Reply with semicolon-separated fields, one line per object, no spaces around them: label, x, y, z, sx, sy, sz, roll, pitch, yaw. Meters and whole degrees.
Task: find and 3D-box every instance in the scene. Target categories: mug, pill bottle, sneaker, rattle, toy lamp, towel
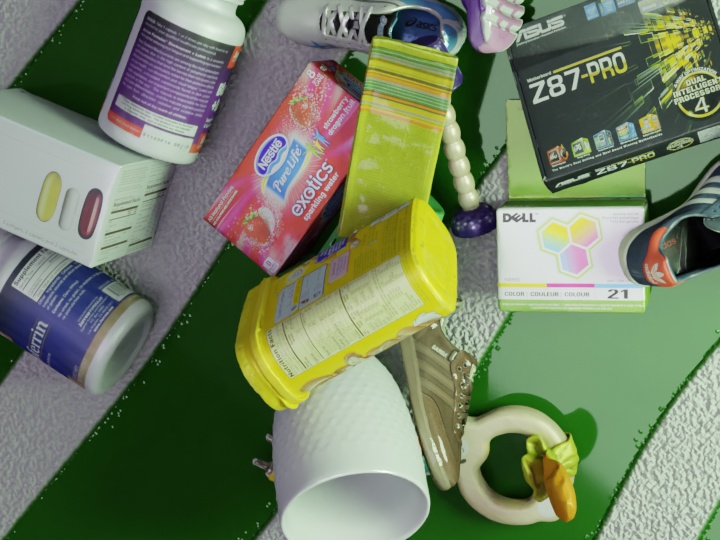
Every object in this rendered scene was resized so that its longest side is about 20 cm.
mug;-0.006;0.182;1.431;0.146;0.177;0.200;-22;137;13
pill bottle;-0.331;0.035;1.538;0.199;0.116;0.117;32;105;8
sneaker;0.103;-0.301;1.380;0.088;0.080;0.203;-10;76;25
rattle;0.116;0.206;1.445;0.198;0.143;0.131;16;121;5
sneaker;0.338;-0.046;1.335;0.199;0.084;0.075;-38;108;-12
toy lamp;0.087;-0.131;1.403;0.058;0.058;0.202;-9;116;15
pill bottle;-0.183;-0.220;1.459;0.111;0.111;0.202;26;105;9
sneaker;0.085;0.116;1.439;0.075;0.071;0.202;-13;70;2
sneaker;0.007;-0.248;1.427;0.198;0.072;0.073;8;103;14
towel;0.033;-0.117;1.369;0.085;0.018;0.202;15;111;10

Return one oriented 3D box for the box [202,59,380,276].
box;-0.058;-0.104;1.454;0.099;0.095;0.201;39;106;6

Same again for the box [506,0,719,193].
box;0.250;-0.182;1.360;0.198;0.049;0.163;-17;71;15

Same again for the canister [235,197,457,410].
canister;-0.010;0.029;1.347;0.199;0.149;0.087;-30;115;20

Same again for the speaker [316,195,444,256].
speaker;0.000;0.000;1.464;0.088;0.088;0.201;37;106;6

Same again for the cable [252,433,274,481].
cable;-0.016;0.233;1.542;0.200;0.050;0.097;42;89;-8

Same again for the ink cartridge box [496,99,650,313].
ink cartridge box;0.207;-0.065;1.404;0.146;0.076;0.203;0;101;14

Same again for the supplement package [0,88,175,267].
supplement package;-0.318;-0.101;1.490;0.198;0.156;0.112;22;104;10
